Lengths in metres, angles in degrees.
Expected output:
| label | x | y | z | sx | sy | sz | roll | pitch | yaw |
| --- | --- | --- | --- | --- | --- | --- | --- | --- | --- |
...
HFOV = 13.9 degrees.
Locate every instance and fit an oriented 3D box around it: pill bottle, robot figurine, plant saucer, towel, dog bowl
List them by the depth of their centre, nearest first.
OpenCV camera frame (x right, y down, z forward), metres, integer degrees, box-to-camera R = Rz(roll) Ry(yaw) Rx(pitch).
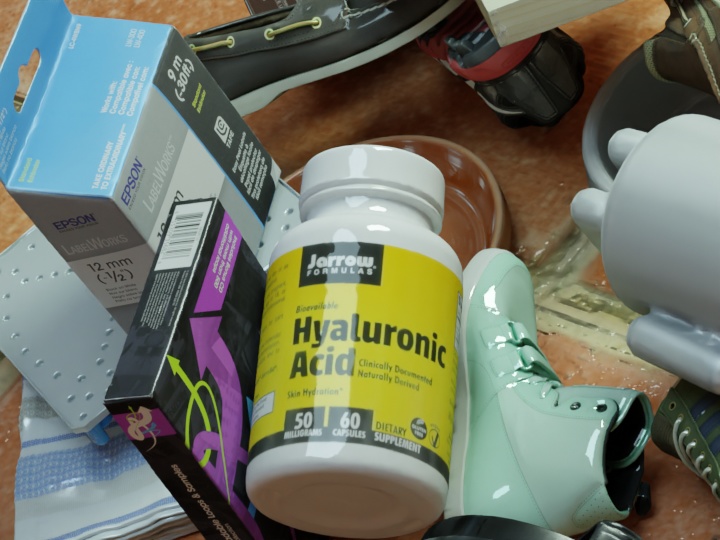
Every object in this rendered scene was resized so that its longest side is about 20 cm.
| label | x | y | z | sx | sy | sz | roll | pitch | yaw |
| --- | --- | --- | --- | --- | --- | --- | --- | --- | --- |
| robot figurine | 0.208 | -0.015 | 1.555 | 0.200 | 0.113 | 0.170 | 22 | 77 | 42 |
| pill bottle | 0.000 | 0.037 | 1.627 | 0.111 | 0.111 | 0.200 | -8 | 62 | 25 |
| dog bowl | 0.221 | -0.079 | 1.737 | 0.200 | 0.059 | 0.200 | -16 | 43 | 16 |
| plant saucer | 0.000 | 0.000 | 1.813 | 0.200 | 0.032 | 0.200 | -18 | 42 | 17 |
| towel | -0.148 | 0.097 | 1.813 | 0.147 | 0.024 | 0.200 | -18 | 42 | 14 |

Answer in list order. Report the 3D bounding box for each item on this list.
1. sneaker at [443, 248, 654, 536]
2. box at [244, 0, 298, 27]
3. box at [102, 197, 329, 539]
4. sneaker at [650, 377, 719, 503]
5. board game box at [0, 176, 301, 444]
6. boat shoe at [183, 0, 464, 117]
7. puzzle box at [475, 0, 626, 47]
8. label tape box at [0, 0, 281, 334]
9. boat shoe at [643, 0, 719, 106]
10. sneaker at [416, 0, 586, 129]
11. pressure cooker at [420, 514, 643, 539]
| label | x | y | z | sx | sy | sz | roll | pitch | yaw |
| --- | --- | --- | --- | --- | --- | --- | --- | --- | --- |
| sneaker | 0.112 | 0.067 | 1.642 | 0.118 | 0.074 | 0.201 | -16 | 52 | 26 |
| box | 0.020 | -0.215 | 1.953 | 0.200 | 0.075 | 0.100 | -24 | 1 | 6 |
| box | -0.066 | 0.078 | 1.646 | 0.036 | 0.200 | 0.143 | -6 | 47 | 25 |
| sneaker | 0.198 | 0.095 | 1.569 | 0.090 | 0.067 | 0.200 | -8 | 39 | 21 |
| board game box | -0.138 | 0.000 | 1.859 | 0.200 | 0.026 | 0.200 | -41 | 38 | -7 |
| boat shoe | -0.025 | -0.154 | 1.860 | 0.201 | 0.061 | 0.072 | -22 | 13 | 29 |
| puzzle box | 0.127 | -0.194 | 1.768 | 0.133 | 0.025 | 0.200 | -21 | 21 | 2 |
| label tape box | -0.133 | -0.066 | 1.741 | 0.066 | 0.200 | 0.143 | -10 | 45 | 28 |
| boat shoe | 0.203 | -0.124 | 1.700 | 0.075 | 0.075 | 0.202 | -25 | 30 | 16 |
| sneaker | 0.091 | -0.138 | 1.868 | 0.071 | 0.098 | 0.200 | -45 | 17 | 3 |
| pressure cooker | 0.076 | 0.213 | 1.440 | 0.176 | 0.179 | 0.200 | 4 | 52 | 38 |
